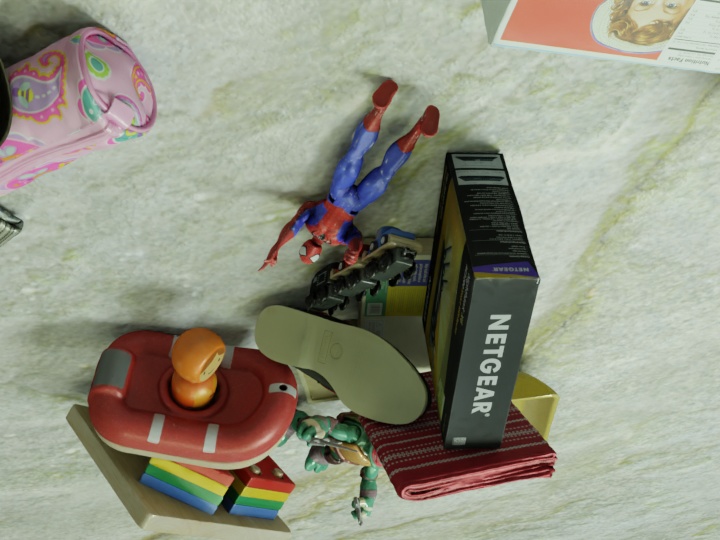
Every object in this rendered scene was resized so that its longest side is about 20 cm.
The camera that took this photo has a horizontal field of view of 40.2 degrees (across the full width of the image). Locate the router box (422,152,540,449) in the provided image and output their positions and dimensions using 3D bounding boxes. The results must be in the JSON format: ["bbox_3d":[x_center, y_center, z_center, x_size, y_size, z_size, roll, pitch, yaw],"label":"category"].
[{"bbox_3d":[0.095,0.027,0.826,0.052,0.157,0.200,0,131,-5],"label":"router box"}]

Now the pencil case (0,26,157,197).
[{"bbox_3d":[-0.243,-0.096,0.696,0.200,0.088,0.087,-22,143,20],"label":"pencil case"}]

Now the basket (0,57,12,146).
[{"bbox_3d":[-0.354,-0.114,0.615,0.200,0.136,0.180,-18,130,24],"label":"basket"}]

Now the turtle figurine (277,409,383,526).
[{"bbox_3d":[-0.017,0.203,1.095,0.200,0.101,0.150,2,125,58],"label":"turtle figurine"}]

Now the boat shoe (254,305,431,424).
[{"bbox_3d":[-0.010,0.086,0.937,0.201,0.074,0.063,23,-175,34],"label":"boat shoe"}]

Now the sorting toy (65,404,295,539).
[{"bbox_3d":[-0.185,0.201,1.065,0.199,0.200,0.070,24,100,-46],"label":"sorting toy"}]

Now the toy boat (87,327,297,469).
[{"bbox_3d":[-0.158,0.106,0.951,0.199,0.131,0.131,11,137,-8],"label":"toy boat"}]

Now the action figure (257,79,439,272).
[{"bbox_3d":[-0.015,-0.049,0.788,0.065,0.099,0.200,31,140,-6],"label":"action figure"}]

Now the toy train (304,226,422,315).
[{"bbox_3d":[0.000,0.000,0.866,0.034,0.046,0.200,15,161,-21],"label":"toy train"}]

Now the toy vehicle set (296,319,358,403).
[{"bbox_3d":[0.031,0.093,1.062,0.199,0.027,0.124,-7,146,2],"label":"toy vehicle set"}]

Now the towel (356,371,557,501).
[{"bbox_3d":[0.077,0.143,0.900,0.144,0.200,0.023,-8,110,-11],"label":"towel"}]

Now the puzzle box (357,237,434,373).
[{"bbox_3d":[0.064,0.048,0.969,0.133,0.025,0.200,0,134,-5],"label":"puzzle box"}]

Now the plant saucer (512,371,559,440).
[{"bbox_3d":[0.124,0.177,1.172,0.199,0.049,0.200,-6,150,0],"label":"plant saucer"}]

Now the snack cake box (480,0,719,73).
[{"bbox_3d":[0.189,-0.197,0.633,0.199,0.067,0.115,4,146,-14],"label":"snack cake box"}]

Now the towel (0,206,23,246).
[{"bbox_3d":[-0.412,-0.037,0.798,0.192,0.035,0.200,-25,141,26],"label":"towel"}]
